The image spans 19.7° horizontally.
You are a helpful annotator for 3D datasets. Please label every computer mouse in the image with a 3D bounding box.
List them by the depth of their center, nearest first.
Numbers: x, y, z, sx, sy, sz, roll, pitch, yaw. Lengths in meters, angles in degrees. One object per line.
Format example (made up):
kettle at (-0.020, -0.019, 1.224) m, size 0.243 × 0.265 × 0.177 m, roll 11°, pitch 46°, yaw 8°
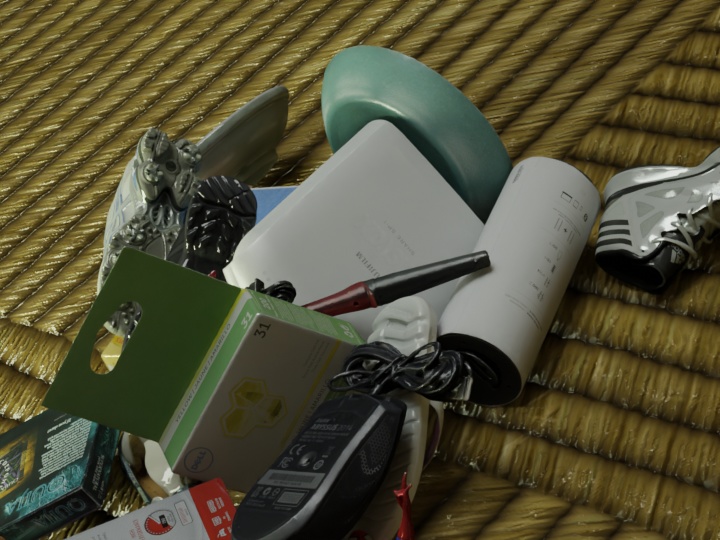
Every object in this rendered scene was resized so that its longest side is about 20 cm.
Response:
computer mouse at (-0.009, 0.136, 1.443) m, size 0.200 × 0.053 × 0.138 m, roll -49°, pitch 26°, yaw -23°

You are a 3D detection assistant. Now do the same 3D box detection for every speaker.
speaker at (0.120, 0.007, 1.601) m, size 0.081 × 0.081 × 0.201 m, roll -3°, pitch 43°, yaw 34°

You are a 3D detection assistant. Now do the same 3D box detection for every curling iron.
curling iron at (0.000, 0.015, 1.557) m, size 0.199 × 0.050 × 0.026 m, roll -11°, pitch 55°, yaw 2°

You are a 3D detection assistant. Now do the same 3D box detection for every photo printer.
photo printer at (0.000, 0.000, 1.643) m, size 0.200 × 0.167 × 0.069 m, roll -43°, pitch 3°, yaw -27°

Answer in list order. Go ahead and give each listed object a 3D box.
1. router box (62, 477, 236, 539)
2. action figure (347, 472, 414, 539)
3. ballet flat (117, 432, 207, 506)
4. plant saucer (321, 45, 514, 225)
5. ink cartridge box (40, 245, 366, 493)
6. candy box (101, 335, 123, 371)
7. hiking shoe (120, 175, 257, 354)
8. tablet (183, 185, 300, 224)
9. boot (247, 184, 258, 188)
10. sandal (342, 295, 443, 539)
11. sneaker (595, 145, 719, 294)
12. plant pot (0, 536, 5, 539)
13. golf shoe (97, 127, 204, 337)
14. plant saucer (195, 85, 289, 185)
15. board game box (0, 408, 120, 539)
router box at (-0.144, 0.251, 1.421) m, size 0.179 × 0.049 × 0.200 m, roll -21°, pitch 39°, yaw -9°
action figure at (0.017, 0.212, 1.364) m, size 0.065 × 0.100 × 0.200 m, roll -10°, pitch 26°, yaw -9°
ballet flat at (-0.152, 0.148, 1.622) m, size 0.074 × 0.074 × 0.200 m, roll -32°, pitch 30°, yaw -10°
plant saucer at (0.039, -0.096, 1.721) m, size 0.199 × 0.201 × 0.036 m, roll 9°, pitch 48°, yaw 45°
ink cartridge box at (-0.112, 0.079, 1.519) m, size 0.146 × 0.199 × 0.048 m, roll -60°, pitch 33°, yaw 16°
candy box at (-0.107, 0.051, 1.747) m, size 0.199 × 0.057 × 0.117 m, roll -4°, pitch 37°, yaw 36°
hiking shoe at (-0.134, 0.023, 1.689) m, size 0.101 × 0.075 × 0.201 m, roll 73°, pitch -138°, yaw -86°
tablet at (-0.112, -0.018, 1.769) m, size 0.199 × 0.014 × 0.131 m, roll -2°, pitch 51°, yaw 38°
boot at (-0.089, -0.009, 1.820) m, size 0.107 × 0.075 × 0.200 m, roll -40°, pitch 25°, yaw -17°
sandal at (0.031, 0.117, 1.512) m, size 0.082 × 0.050 × 0.204 m, roll -10°, pitch 60°, yaw 48°
sneaker at (0.270, -0.034, 1.592) m, size 0.200 × 0.076 × 0.116 m, roll -14°, pitch 40°, yaw 34°
plant pot at (-0.335, 0.249, 1.498) m, size 0.139 × 0.201 × 0.200 m, roll 7°, pitch 42°, yaw 24°
golf shoe at (-0.189, -0.020, 1.784) m, size 0.097 × 0.078 × 0.201 m, roll -39°, pitch 31°, yaw 51°
plant saucer at (-0.131, -0.090, 1.938) m, size 0.200 × 0.050 × 0.200 m, roll -42°, pitch -2°, yaw -2°
board game box at (-0.279, 0.175, 1.670) m, size 0.199 × 0.028 × 0.136 m, roll -28°, pitch 31°, yaw 24°
